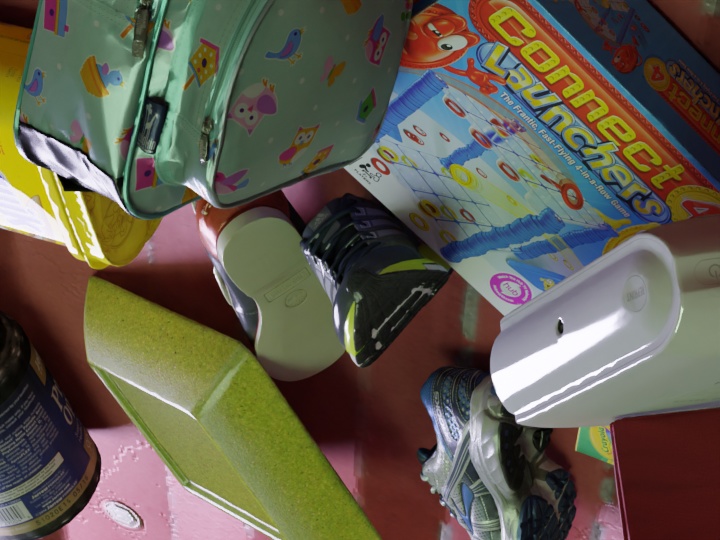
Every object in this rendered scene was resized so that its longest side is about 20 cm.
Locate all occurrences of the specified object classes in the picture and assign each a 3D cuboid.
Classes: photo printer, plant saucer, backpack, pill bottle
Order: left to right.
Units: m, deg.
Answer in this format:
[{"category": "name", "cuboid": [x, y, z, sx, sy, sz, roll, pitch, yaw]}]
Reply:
[{"category": "pill bottle", "cuboid": [-0.278, 0.100, 1.519, 0.111, 0.112, 0.200, 6, 139, 31]}, {"category": "plant saucer", "cuboid": [-0.100, 0.109, 1.399, 0.199, 0.048, 0.200, 21, 150, 50]}, {"category": "backpack", "cuboid": [-0.066, -0.135, 0.992, 0.153, 0.175, 0.201, 21, 116, 32]}, {"category": "photo printer", "cuboid": [0.179, 0.024, 1.029, 0.166, 0.070, 0.200, -2, 164, -24]}]

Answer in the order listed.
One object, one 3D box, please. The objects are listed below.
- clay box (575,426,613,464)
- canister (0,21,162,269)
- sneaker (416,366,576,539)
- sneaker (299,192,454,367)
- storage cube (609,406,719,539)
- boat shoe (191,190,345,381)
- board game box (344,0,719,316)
[{"category": "clay box", "cuboid": [0.203, 0.084, 1.201, 0.199, 0.048, 0.115, 19, 144, 14]}, {"category": "canister", "cuboid": [-0.230, -0.090, 1.270, 0.199, 0.087, 0.149, 15, 142, 24]}, {"category": "sneaker", "cuboid": [0.084, 0.134, 1.344, 0.085, 0.077, 0.201, 19, 138, 32]}, {"category": "sneaker", "cuboid": [0.000, 0.000, 1.161, 0.081, 0.074, 0.200, 42, -177, 1]}, {"category": "storage cube", "cuboid": [0.228, 0.181, 1.068, 0.170, 0.181, 0.200, -9, 145, 7]}, {"category": "boat shoe", "cuboid": [-0.056, 0.001, 1.277, 0.063, 0.071, 0.200, 54, 175, 33]}, {"category": "board game box", "cuboid": [0.089, -0.073, 1.081, 0.200, 0.056, 0.196, 42, 144, -16]}]
